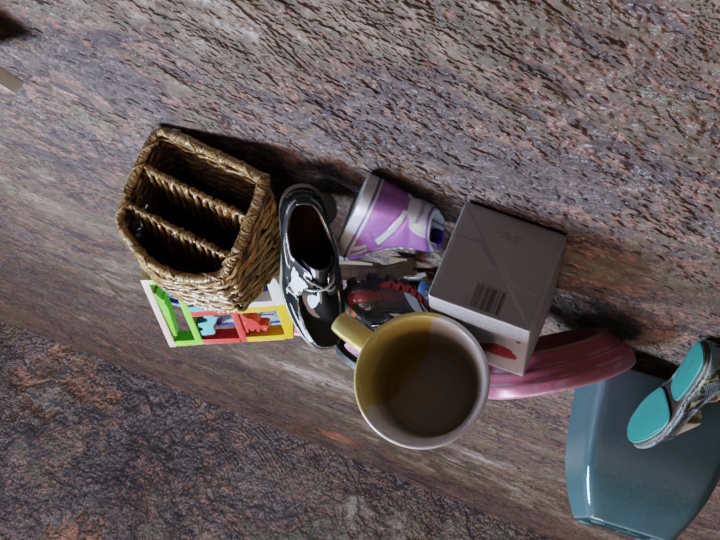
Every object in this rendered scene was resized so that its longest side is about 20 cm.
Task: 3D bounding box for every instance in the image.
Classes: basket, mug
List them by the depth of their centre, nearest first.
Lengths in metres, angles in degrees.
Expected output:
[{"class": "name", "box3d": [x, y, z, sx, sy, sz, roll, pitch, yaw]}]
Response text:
[{"class": "mug", "box3d": [0.070, 0.116, 1.552, 0.149, 0.187, 0.153, -23, 167, 3]}, {"class": "basket", "box3d": [-0.202, -0.056, 1.625, 0.200, 0.143, 0.149, 28, 153, 31]}]

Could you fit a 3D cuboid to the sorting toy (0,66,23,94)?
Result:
[{"class": "sorting toy", "box3d": [-0.514, -0.253, 1.534, 0.200, 0.070, 0.199, 34, 176, -40]}]

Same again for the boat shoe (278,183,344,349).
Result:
[{"class": "boat shoe", "box3d": [-0.057, 0.003, 1.575, 0.072, 0.200, 0.068, -12, -162, -11]}]

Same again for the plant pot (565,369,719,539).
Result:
[{"class": "plant pot", "box3d": [0.374, 0.255, 1.813, 0.196, 0.200, 0.196, 17, 168, 2]}]

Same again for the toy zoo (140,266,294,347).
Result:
[{"class": "toy zoo", "box3d": [-0.164, 0.042, 1.719, 0.200, 0.020, 0.131, -4, 136, 11]}]

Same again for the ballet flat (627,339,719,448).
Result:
[{"class": "ballet flat", "box3d": [0.399, 0.160, 1.654, 0.074, 0.074, 0.200, 24, 139, -5]}]

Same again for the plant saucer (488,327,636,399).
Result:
[{"class": "plant saucer", "box3d": [0.241, 0.112, 1.695, 0.200, 0.051, 0.201, -14, -177, 1]}]

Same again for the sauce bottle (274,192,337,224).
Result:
[{"class": "sauce bottle", "box3d": [-0.091, -0.064, 1.691, 0.065, 0.065, 0.200, 29, 165, -22]}]

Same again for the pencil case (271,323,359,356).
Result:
[{"class": "pencil case", "box3d": [-0.039, 0.080, 2.066, 0.200, 0.088, 0.087, 18, 164, 20]}]

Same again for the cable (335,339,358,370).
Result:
[{"class": "cable", "box3d": [0.035, 0.148, 1.703, 0.200, 0.097, 0.050, 26, 144, 31]}]

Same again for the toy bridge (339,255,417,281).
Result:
[{"class": "toy bridge", "box3d": [0.000, 0.000, 1.677, 0.200, 0.027, 0.067, -2, -172, -44]}]

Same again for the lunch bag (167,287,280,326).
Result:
[{"class": "lunch bag", "box3d": [-0.149, 0.009, 1.837, 0.200, 0.128, 0.170, 7, -176, 34]}]

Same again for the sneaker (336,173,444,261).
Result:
[{"class": "sneaker", "box3d": [0.035, -0.041, 1.588, 0.114, 0.073, 0.200, 21, 165, -6]}]

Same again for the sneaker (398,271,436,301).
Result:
[{"class": "sneaker", "box3d": [0.116, 0.047, 1.759, 0.200, 0.075, 0.090, 10, 165, 36]}]

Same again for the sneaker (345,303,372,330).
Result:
[{"class": "sneaker", "box3d": [0.012, 0.073, 1.829, 0.071, 0.080, 0.200, 51, -177, -18]}]

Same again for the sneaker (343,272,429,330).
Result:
[{"class": "sneaker", "box3d": [0.055, 0.072, 1.656, 0.071, 0.098, 0.200, -19, 145, 38]}]

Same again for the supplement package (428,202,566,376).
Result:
[{"class": "supplement package", "box3d": [0.155, 0.026, 1.549, 0.121, 0.120, 0.200, 19, 164, 11]}]
